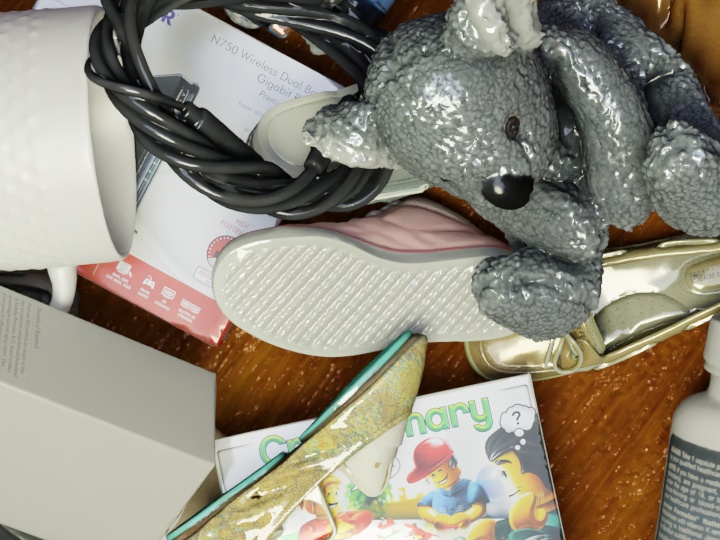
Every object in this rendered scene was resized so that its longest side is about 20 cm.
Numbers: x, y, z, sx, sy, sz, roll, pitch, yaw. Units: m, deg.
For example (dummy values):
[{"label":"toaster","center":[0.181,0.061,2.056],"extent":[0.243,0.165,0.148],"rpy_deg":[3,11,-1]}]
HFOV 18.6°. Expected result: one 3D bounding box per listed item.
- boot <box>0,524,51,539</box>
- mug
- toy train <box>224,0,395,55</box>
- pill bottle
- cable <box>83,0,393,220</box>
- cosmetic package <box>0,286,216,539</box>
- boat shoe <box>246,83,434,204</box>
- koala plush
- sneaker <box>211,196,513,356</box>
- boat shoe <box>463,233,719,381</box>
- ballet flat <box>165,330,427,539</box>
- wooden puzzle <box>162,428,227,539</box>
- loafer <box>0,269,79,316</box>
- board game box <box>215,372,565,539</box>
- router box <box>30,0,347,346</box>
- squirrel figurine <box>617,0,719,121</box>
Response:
[{"label":"boot","center":[-0.268,0.167,1.339],"extent":[0.200,0.076,0.168],"rpy_deg":[36,113,-3]},{"label":"mug","center":[-0.226,-0.047,1.274],"extent":[0.174,0.148,0.201],"rpy_deg":[-5,107,4]},{"label":"toy train","center":[0.001,-0.220,1.342],"extent":[0.114,0.087,0.200],"rpy_deg":[34,91,-5]},{"label":"pill bottle","center":[0.239,0.132,1.312],"extent":[0.119,0.120,0.201],"rpy_deg":[8,97,1]},{"label":"cable","center":[-0.065,-0.103,1.237],"extent":[0.199,0.051,0.164],"rpy_deg":[-9,76,-38]},{"label":"cosmetic package","center":[-0.192,0.084,1.256],"extent":[0.199,0.085,0.108],"rpy_deg":[24,124,-23]},{"label":"boat shoe","center":[0.015,-0.077,1.333],"extent":[0.199,0.062,0.073],"rpy_deg":[-12,65,-32]},{"label":"koala plush","center":[0.075,-0.085,1.202],"extent":[0.177,0.199,0.185],"rpy_deg":[-37,56,33]},{"label":"sneaker","center":[0.000,0.000,1.327],"extent":[0.199,0.105,0.076],"rpy_deg":[1,109,-16]},{"label":"boat shoe","center":[0.160,0.020,1.349],"extent":[0.199,0.063,0.074],"rpy_deg":[-14,90,1]},{"label":"ballet flat","center":[-0.023,0.120,1.278],"extent":[0.200,0.071,0.071],"rpy_deg":[-41,90,3]},{"label":"wooden puzzle","center":[-0.134,0.182,1.367],"extent":[0.200,0.046,0.186],"rpy_deg":[35,91,0]},{"label":"loafer","center":[-0.272,0.038,1.356],"extent":[0.199,0.070,0.070],"rpy_deg":[-20,90,1]},{"label":"board game box","center":[0.019,0.144,1.325],"extent":[0.199,0.035,0.127],"rpy_deg":[-12,86,-1]},{"label":"router box","center":[-0.134,-0.078,1.362],"extent":[0.199,0.049,0.180],"rpy_deg":[27,91,1]},{"label":"squirrel figurine","center":[0.197,-0.135,1.314],"extent":[0.186,0.142,0.201],"rpy_deg":[28,89,7]}]
